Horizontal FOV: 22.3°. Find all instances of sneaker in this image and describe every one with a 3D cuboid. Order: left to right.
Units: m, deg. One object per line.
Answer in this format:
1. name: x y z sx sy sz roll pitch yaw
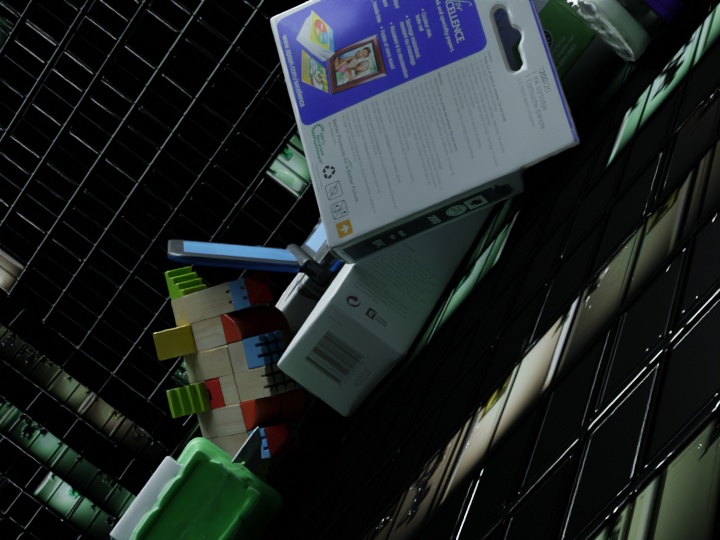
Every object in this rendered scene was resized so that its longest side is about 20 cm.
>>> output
1. sneaker: 0.198 -0.200 1.254 0.100 0.070 0.200 -46 9 8

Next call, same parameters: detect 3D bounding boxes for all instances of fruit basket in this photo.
1. fruit basket: -0.135 0.205 1.403 0.186 0.094 0.200 -54 0 -12

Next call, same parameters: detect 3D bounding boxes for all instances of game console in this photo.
1. game console: -0.065 -0.052 1.517 0.171 0.118 0.200 -54 8 0

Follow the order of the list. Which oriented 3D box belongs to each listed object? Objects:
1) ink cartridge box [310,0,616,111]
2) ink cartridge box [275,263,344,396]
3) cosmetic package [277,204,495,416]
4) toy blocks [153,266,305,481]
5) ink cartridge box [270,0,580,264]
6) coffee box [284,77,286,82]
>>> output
1. ink cartridge box: 0.074 -0.181 1.408 0.146 0.200 0.084 -52 -18 14
2. ink cartridge box: 0.000 0.000 1.682 0.200 0.084 0.144 -52 4 22
3. cosmetic package: 0.024 0.006 1.410 0.101 0.071 0.200 -50 5 49
4. toy blocks: -0.092 0.084 1.563 0.100 0.201 0.136 -12 -2 -36
5. ink cartridge box: 0.048 -0.132 1.325 0.199 0.199 0.043 -22 -23 19
6. coffee box: 0.038 -0.136 1.558 0.080 0.200 0.114 -52 4 -4
